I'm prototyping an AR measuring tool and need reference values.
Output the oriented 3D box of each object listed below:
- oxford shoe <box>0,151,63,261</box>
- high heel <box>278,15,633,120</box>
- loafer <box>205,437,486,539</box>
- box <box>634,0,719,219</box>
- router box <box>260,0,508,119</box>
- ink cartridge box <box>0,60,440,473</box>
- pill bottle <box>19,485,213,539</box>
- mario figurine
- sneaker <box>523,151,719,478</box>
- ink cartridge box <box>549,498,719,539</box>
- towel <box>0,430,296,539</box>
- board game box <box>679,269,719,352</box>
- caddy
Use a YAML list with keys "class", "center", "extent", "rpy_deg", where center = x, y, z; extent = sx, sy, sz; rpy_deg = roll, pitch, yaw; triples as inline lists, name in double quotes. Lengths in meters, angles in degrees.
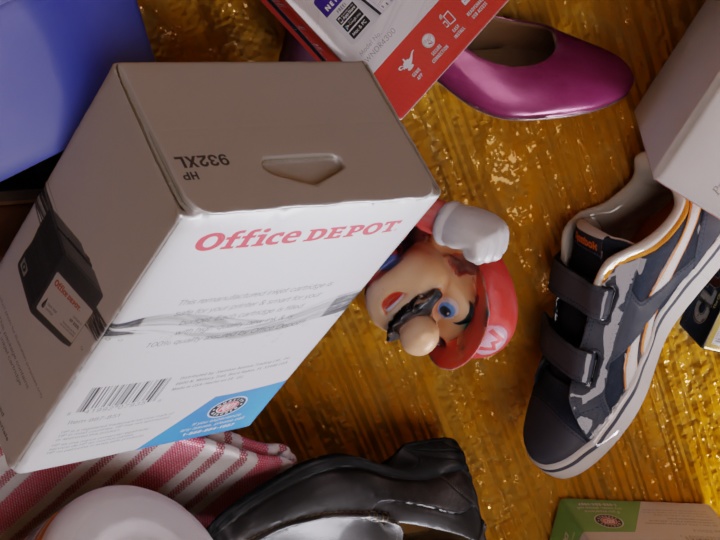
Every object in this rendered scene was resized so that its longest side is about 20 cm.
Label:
- class: "oxford shoe"
  center: [-0.199, -0.024, 0.836]
  extent: [0.198, 0.071, 0.072]
  rpy_deg: [-6, 123, -16]
- class: "high heel"
  center: [0.058, -0.136, 0.857]
  extent: [0.198, 0.068, 0.097]
  rpy_deg: [3, 125, -15]
- class: "loafer"
  center: [-0.002, 0.147, 0.934]
  extent: [0.199, 0.073, 0.073]
  rpy_deg: [-8, 149, -40]
- class: "box"
  center: [0.259, -0.060, 0.876]
  extent: [0.199, 0.152, 0.107]
  rpy_deg: [31, 109, -4]
- class: "router box"
  center: [0.017, -0.205, 0.785]
  extent: [0.179, 0.049, 0.200]
  rpy_deg: [44, 84, -21]
- class: "ink cartridge box"
  center: [-0.079, -0.002, 0.765]
  extent: [0.144, 0.084, 0.200]
  rpy_deg: [-7, 148, -40]
- class: "pill bottle"
  center: [-0.164, 0.201, 0.892]
  extent: [0.111, 0.113, 0.200]
  rpy_deg: [24, 141, -26]
- class: "mario figurine"
  center: [0.000, 0.000, 0.881]
  extent: [0.199, 0.123, 0.107]
  rpy_deg: [26, 79, -21]
- class: "sneaker"
  center: [0.140, 0.021, 0.960]
  extent: [0.079, 0.078, 0.201]
  rpy_deg: [29, 93, -32]
- class: "ink cartridge box"
  center: [0.201, 0.223, 1.007]
  extent: [0.116, 0.200, 0.068]
  rpy_deg: [5, 114, -19]
- class: "towel"
  center: [-0.151, 0.110, 0.899]
  extent: [0.199, 0.030, 0.146]
  rpy_deg: [22, 134, -36]
- class: "board game box"
  center: [0.295, -0.033, 1.005]
  extent: [0.134, 0.035, 0.202]
  rpy_deg: [14, 110, -23]
- class: "caddy"
  center: [-0.188, -0.102, 0.747]
  extent: [0.199, 0.141, 0.106]
  rpy_deg: [-29, 112, -15]
